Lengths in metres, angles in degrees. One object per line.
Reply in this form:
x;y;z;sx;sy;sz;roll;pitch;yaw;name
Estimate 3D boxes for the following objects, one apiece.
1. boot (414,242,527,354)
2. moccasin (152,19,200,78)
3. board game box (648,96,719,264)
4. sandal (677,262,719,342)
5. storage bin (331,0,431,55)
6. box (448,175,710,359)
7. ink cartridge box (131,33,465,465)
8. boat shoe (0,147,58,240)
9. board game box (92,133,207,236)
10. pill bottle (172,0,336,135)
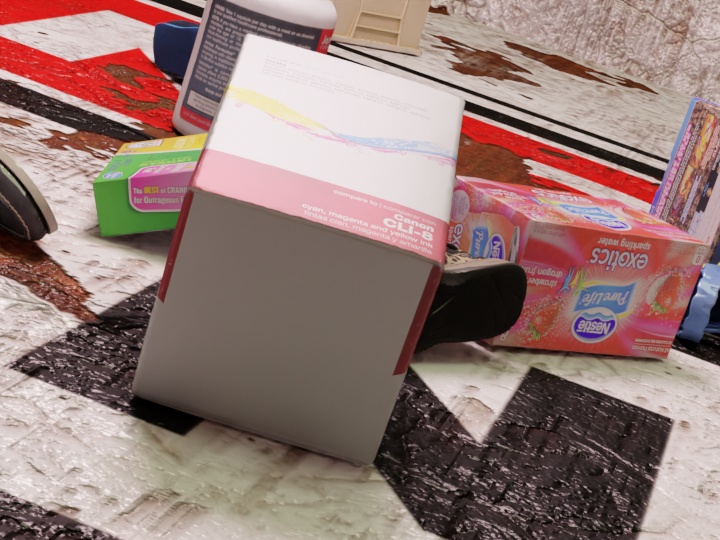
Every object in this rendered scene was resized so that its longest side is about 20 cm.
0.000;0.000;1.369;0.200;0.073;0.150;-5;22;-42;boot
-0.145;-0.221;2.005;0.068;0.081;0.200;-4;24;-28;moccasin
0.345;-0.053;1.819;0.097;0.160;0.200;16;14;-11;board game box
0.312;0.028;1.658;0.200;0.080;0.087;0;24;-29;sandal
-0.035;-0.381;2.738;0.198;0.094;0.200;3;21;-44;storage bin
0.154;0.001;1.498;0.200;0.103;0.095;7;18;-41;box
-0.031;-0.018;1.141;0.144;0.146;0.200;16;32;-3;ink cartridge box
-0.285;-0.063;1.328;0.200;0.073;0.063;32;62;28;boat shoe
-0.083;-0.072;1.440;0.199;0.040;0.153;-7;14;3;board game box
-0.088;-0.208;1.787;0.119;0.200;0.120;17;14;-4;pill bottle
